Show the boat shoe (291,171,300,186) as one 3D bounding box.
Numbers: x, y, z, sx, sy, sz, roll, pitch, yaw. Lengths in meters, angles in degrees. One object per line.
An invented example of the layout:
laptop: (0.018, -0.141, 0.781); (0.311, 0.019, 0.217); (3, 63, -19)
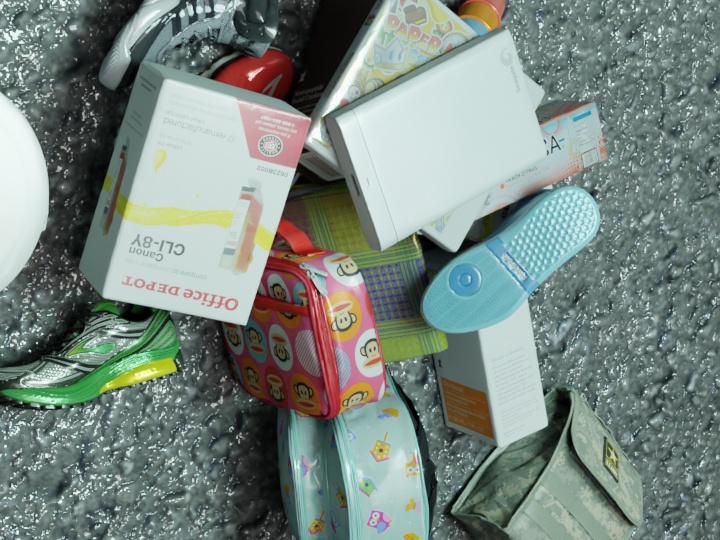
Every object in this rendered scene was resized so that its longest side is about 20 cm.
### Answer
boat shoe: (-0.117, -0.075, 1.525); (0.200, 0.068, 0.072); (-39, 105, -20)

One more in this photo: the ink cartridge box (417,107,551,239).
ink cartridge box: (0.101, -0.108, 1.657); (0.199, 0.084, 0.146); (4, 96, -33)

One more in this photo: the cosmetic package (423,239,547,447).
cosmetic package: (0.129, 0.075, 1.699); (0.071, 0.101, 0.201); (-20, 109, -28)

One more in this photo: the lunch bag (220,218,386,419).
lunch bag: (-0.063, 0.039, 1.508); (0.082, 0.200, 0.177); (-19, 106, -31)

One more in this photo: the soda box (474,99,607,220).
soda box: (0.148, -0.109, 1.594); (0.199, 0.068, 0.064); (-24, 108, -27)

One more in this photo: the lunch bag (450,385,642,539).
lunch bag: (0.227, 0.250, 1.790); (0.200, 0.117, 0.164); (-52, 121, -21)

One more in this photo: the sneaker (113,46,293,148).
sneaker: (-0.133, -0.140, 1.497); (0.200, 0.085, 0.077); (-37, 118, -22)

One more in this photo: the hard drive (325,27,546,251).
hard drive: (0.073, -0.121, 1.464); (0.200, 0.027, 0.132); (-30, 113, -24)

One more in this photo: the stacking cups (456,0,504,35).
stacking cups: (0.109, -0.221, 1.601); (0.061, 0.060, 0.200); (62, 34, -25)

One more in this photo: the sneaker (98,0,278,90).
sneaker: (-0.143, -0.220, 1.464); (0.114, 0.075, 0.200); (40, 72, -11)

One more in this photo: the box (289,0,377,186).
box: (-0.002, -0.189, 1.535); (0.075, 0.100, 0.201); (32, 65, -33)

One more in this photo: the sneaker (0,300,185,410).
sneaker: (-0.259, 0.075, 1.470); (0.199, 0.078, 0.086); (-18, 102, -39)

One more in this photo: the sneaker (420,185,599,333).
sneaker: (0.145, -0.010, 1.592); (0.200, 0.131, 0.080); (-34, 95, 2)

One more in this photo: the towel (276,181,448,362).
towel: (0.000, 0.000, 1.593); (0.023, 0.143, 0.201); (-55, 131, -60)

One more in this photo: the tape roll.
tape roll: (-0.375, -0.070, 1.319); (0.202, 0.139, 0.204); (-6, 102, -32)

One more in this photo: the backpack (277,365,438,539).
backpack: (-0.003, 0.198, 1.577); (0.153, 0.200, 0.177); (-8, 106, -15)

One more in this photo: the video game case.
video game case: (0.060, -0.143, 1.480); (0.200, 0.023, 0.183); (35, 80, -30)

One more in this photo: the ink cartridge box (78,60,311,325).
ink cartridge box: (-0.147, -0.065, 1.418); (0.145, 0.083, 0.201); (13, 103, -27)
